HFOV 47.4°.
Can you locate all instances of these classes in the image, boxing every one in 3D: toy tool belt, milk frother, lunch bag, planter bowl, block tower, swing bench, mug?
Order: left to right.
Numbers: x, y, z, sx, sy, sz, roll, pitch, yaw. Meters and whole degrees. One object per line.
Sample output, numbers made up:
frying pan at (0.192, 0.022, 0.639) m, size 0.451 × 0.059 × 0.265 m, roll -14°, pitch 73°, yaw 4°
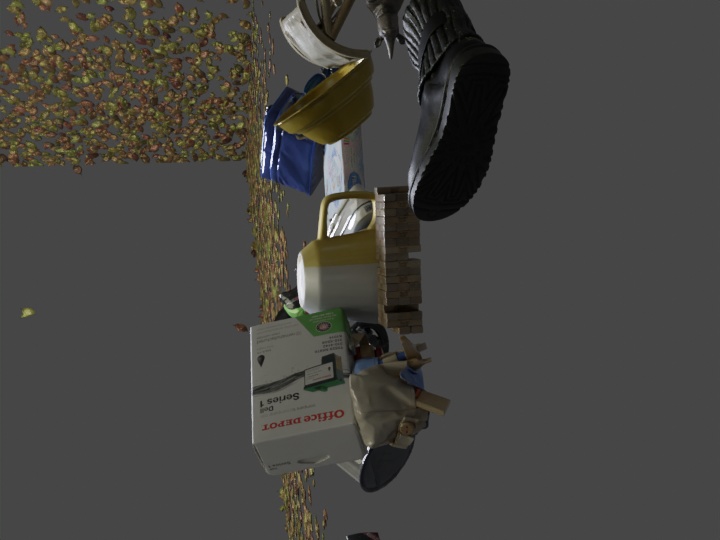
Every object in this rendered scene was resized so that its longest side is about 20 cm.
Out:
lunch bag at (-0.134, -0.269, 1.659) m, size 0.202 × 0.131 × 0.137 m, roll 100°, pitch -168°, yaw -44°
swing bench at (-0.051, -0.426, 1.265) m, size 0.199 × 0.128 × 0.203 m, roll -148°, pitch 68°, yaw -73°
planter bowl at (-0.039, -0.264, 1.333) m, size 0.084 × 0.200 × 0.200 m, roll 53°, pitch 177°, yaw -16°
mug at (-0.018, -0.006, 1.239) m, size 0.150 × 0.151 × 0.189 m, roll 108°, pitch 156°, yaw -61°
milk frother at (0.011, 0.193, 1.234) m, size 0.187 × 0.180 × 0.202 m, roll 31°, pitch 97°, yaw 34°
block tower at (0.053, -0.015, 1.136) m, size 0.058 × 0.053 × 0.203 m, roll -164°, pitch 71°, yaw -76°
toy tool belt at (0.054, 0.150, 1.101) m, size 0.200 × 0.121 × 0.127 m, roll -91°, pitch -12°, yaw -69°

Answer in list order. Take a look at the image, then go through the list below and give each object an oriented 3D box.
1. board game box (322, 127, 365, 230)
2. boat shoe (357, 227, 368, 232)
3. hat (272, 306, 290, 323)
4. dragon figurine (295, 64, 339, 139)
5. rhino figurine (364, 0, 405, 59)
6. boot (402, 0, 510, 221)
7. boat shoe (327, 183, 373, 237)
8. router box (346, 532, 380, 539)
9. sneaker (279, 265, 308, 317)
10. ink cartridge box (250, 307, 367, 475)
board game box at (-0.032, -0.165, 1.517) m, size 0.200 × 0.043 × 0.202 m, roll 153°, pitch 113°, yaw -77°
boat shoe at (0.000, 0.000, 1.371) m, size 0.069 × 0.071 × 0.201 m, roll 59°, pitch 151°, yaw 20°
hat at (-0.071, 0.107, 1.520) m, size 0.201 × 0.198 × 0.082 m, roll -125°, pitch 14°, yaw -67°
dragon figurine at (-0.077, -0.309, 1.464) m, size 0.100 × 0.200 × 0.059 m, roll 48°, pitch 154°, yaw -3°
rhino figurine at (0.032, -0.385, 1.124) m, size 0.087 × 0.059 × 0.203 m, roll 99°, pitch 164°, yaw -80°
boot at (0.084, -0.178, 0.878) m, size 0.159 × 0.078 × 0.213 m, roll -116°, pitch 36°, yaw -46°
boat shoe at (-0.023, -0.069, 1.376) m, size 0.066 × 0.073 × 0.200 m, roll 59°, pitch 141°, yaw 18°
router box at (0.013, 0.592, 1.451) m, size 0.150 × 0.061 × 0.203 m, roll -112°, pitch 23°, yaw -59°
sneaker at (-0.073, 0.003, 1.488) m, size 0.200 × 0.083 × 0.077 m, roll -48°, pitch -14°, yaw -33°
ink cartridge box at (-0.075, 0.166, 1.142) m, size 0.085 × 0.144 × 0.202 m, roll 74°, pitch -175°, yaw -46°
